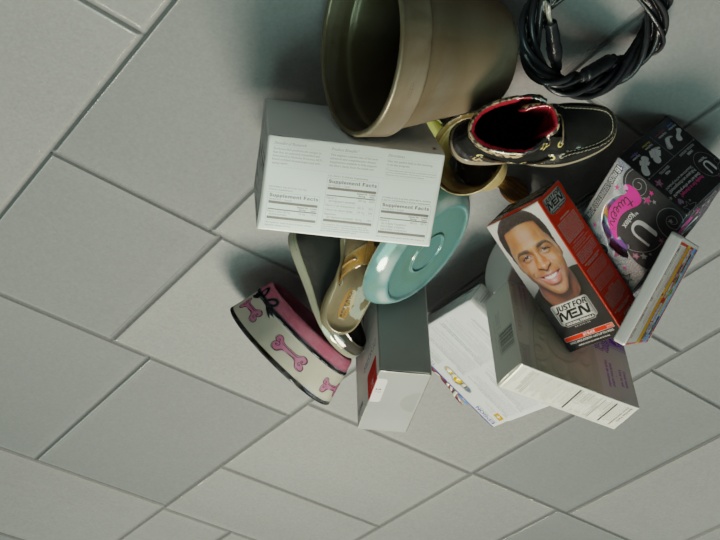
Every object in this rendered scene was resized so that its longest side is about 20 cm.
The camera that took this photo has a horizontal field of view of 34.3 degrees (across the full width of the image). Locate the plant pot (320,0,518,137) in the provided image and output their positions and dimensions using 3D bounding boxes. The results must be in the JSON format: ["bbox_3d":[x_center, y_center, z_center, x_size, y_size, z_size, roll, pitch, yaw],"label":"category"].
[{"bbox_3d":[0.073,-0.244,1.276,0.171,0.202,0.201,0,144,-25],"label":"plant pot"}]

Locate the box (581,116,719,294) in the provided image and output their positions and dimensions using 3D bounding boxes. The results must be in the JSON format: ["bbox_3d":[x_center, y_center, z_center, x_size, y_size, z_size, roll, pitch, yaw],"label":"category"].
[{"bbox_3d":[0.359,-0.068,1.485,0.114,0.132,0.201,41,141,16],"label":"box"}]

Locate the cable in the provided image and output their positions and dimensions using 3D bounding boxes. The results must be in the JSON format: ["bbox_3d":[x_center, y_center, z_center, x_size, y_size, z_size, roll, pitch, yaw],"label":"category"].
[{"bbox_3d":[0.266,-0.264,1.293,0.198,0.051,0.165,17,106,-38],"label":"cable"}]

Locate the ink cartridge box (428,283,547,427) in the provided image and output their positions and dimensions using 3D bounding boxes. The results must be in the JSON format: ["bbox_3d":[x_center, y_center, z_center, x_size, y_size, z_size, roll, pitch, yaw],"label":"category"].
[{"bbox_3d":[0.185,0.127,1.683,0.196,0.043,0.200,45,150,-6],"label":"ink cartridge box"}]

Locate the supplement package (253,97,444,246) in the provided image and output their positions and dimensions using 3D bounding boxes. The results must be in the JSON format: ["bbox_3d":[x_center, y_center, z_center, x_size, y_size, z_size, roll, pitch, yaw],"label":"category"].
[{"bbox_3d":[-0.018,-0.115,1.339,0.196,0.156,0.113,6,112,-9],"label":"supplement package"}]

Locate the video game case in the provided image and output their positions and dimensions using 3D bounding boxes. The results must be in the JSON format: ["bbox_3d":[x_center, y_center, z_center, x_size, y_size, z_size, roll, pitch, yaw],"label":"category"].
[{"bbox_3d":[0.369,0.025,1.441,0.017,0.145,0.199,30,-172,20],"label":"video game case"}]

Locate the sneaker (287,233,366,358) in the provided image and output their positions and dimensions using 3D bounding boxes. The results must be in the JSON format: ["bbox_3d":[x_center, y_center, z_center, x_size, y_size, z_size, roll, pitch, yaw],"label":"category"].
[{"bbox_3d":[-0.016,0.021,1.620,0.105,0.075,0.202,-20,105,19],"label":"sneaker"}]

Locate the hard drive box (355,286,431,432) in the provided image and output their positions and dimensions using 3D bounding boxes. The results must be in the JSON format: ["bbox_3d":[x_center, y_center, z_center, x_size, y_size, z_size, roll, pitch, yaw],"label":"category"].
[{"bbox_3d":[0.044,0.104,1.674,0.075,0.202,0.157,6,141,-10],"label":"hard drive box"}]

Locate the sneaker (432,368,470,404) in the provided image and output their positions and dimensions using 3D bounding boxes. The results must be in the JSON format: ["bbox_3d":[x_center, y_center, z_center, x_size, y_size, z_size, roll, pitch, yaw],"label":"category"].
[{"bbox_3d":[0.156,0.157,1.829,0.198,0.091,0.075,25,136,-28],"label":"sneaker"}]

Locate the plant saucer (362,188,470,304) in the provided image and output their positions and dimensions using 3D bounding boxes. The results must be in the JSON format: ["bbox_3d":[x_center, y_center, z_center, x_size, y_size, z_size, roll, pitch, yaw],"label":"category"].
[{"bbox_3d":[0.081,-0.030,1.544,0.199,0.027,0.201,-40,155,-22],"label":"plant saucer"}]

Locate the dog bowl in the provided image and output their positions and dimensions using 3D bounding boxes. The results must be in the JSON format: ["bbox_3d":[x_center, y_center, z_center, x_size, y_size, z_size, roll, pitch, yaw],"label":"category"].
[{"bbox_3d":[-0.094,0.099,1.690,0.074,0.200,0.200,-45,130,3],"label":"dog bowl"}]

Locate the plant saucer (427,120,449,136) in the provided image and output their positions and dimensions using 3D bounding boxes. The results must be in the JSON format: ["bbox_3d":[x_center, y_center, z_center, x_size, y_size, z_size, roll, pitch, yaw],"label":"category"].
[{"bbox_3d":[0.024,-0.154,1.493,0.196,0.031,0.202,1,141,1],"label":"plant saucer"}]

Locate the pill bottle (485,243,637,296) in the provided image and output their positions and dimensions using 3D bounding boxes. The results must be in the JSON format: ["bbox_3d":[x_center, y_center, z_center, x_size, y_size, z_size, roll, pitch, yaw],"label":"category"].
[{"bbox_3d":[0.280,0.018,1.640,0.197,0.112,0.111,15,139,-19],"label":"pill bottle"}]

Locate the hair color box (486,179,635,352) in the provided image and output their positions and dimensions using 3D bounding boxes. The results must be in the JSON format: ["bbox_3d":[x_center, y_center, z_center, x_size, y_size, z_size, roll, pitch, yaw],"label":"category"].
[{"bbox_3d":[0.259,-0.003,1.482,0.101,0.061,0.201,-27,100,50],"label":"hair color box"}]

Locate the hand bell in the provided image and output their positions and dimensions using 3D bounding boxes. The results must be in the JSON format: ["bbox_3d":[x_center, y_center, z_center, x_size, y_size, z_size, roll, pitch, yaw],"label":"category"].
[{"bbox_3d":[0.175,-0.118,1.492,0.103,0.106,0.199,-19,158,23],"label":"hand bell"}]

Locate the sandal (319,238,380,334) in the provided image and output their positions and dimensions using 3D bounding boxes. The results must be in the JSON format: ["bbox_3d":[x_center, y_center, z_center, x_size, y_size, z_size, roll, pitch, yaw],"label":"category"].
[{"bbox_3d":[0.000,0.000,1.558,0.079,0.054,0.203,16,106,-15],"label":"sandal"}]

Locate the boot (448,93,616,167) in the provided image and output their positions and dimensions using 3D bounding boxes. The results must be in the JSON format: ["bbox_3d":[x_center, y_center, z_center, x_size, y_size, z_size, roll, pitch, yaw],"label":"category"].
[{"bbox_3d":[0.201,-0.158,1.305,0.196,0.075,0.151,-2,180,1],"label":"boot"}]

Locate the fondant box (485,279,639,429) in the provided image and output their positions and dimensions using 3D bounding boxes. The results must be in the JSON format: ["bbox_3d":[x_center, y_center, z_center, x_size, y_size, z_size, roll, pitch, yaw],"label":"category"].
[{"bbox_3d":[0.267,0.112,1.551,0.198,0.146,0.058,22,132,-24],"label":"fondant box"}]
